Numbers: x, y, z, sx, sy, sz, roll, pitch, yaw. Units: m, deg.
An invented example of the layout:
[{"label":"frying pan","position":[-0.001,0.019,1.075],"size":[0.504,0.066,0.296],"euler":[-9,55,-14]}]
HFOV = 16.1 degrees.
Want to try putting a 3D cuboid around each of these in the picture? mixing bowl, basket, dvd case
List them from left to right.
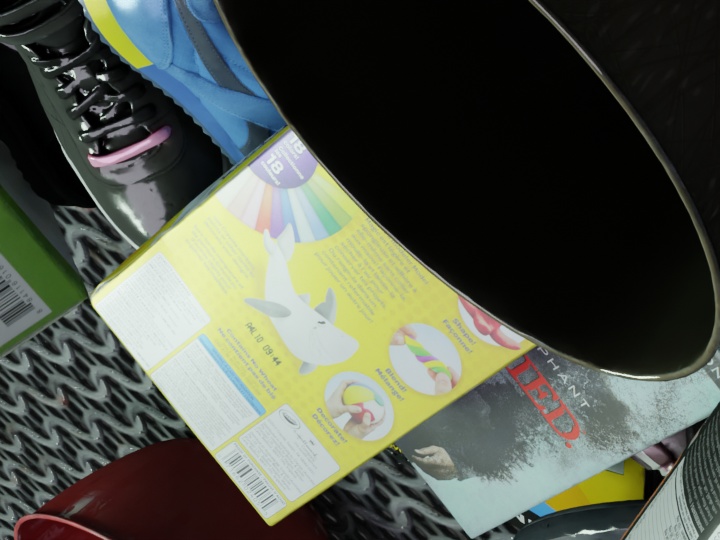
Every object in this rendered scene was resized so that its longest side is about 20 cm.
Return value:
[{"label":"mixing bowl","position":[-0.088,0.168,1.452],"size":[0.200,0.108,0.200],"euler":[30,153,17]},{"label":"dvd case","position":[0.052,0.017,0.970],"size":[0.146,0.022,0.200],"euler":[52,144,-2]},{"label":"basket","position":[0.081,-0.103,0.670],"size":[0.180,0.200,0.136],"euler":[51,153,-22]}]

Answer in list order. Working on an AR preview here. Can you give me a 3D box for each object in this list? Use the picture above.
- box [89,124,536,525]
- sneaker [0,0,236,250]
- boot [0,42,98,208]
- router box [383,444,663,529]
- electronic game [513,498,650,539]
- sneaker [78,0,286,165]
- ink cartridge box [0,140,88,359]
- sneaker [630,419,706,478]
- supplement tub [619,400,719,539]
[{"label":"box","position":[0.000,0.000,0.925],"size":[0.117,0.048,0.200],"euler":[52,132,-2]},{"label":"sneaker","position":[-0.112,-0.084,0.974],"size":[0.071,0.099,0.200],"euler":[-20,96,18]},{"label":"boot","position":[-0.108,-0.105,1.062],"size":[0.158,0.079,0.211],"euler":[8,141,47]},{"label":"router box","position":[0.053,0.046,1.127],"size":[0.200,0.051,0.149],"euler":[29,152,22]},{"label":"electronic game","position":[0.161,0.124,1.040],"size":[0.200,0.042,0.200],"euler":[5,163,2]},{"label":"sneaker","position":[-0.021,-0.076,0.971],"size":[0.078,0.066,0.200],"euler":[1,155,37]},{"label":"ink cartridge box","position":[-0.212,-0.066,1.150],"size":[0.148,0.076,0.200],"euler":[53,-176,-40]},{"label":"sneaker","position":[0.111,0.004,0.960],"size":[0.200,0.076,0.116],"euler":[38,152,3]},{"label":"supplement tub","position":[0.157,0.101,0.865],"size":[0.123,0.123,0.200],"euler":[35,127,8]}]
